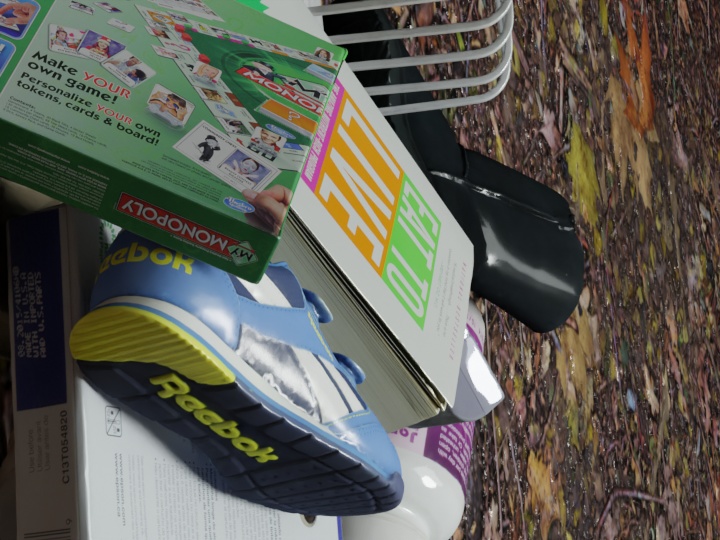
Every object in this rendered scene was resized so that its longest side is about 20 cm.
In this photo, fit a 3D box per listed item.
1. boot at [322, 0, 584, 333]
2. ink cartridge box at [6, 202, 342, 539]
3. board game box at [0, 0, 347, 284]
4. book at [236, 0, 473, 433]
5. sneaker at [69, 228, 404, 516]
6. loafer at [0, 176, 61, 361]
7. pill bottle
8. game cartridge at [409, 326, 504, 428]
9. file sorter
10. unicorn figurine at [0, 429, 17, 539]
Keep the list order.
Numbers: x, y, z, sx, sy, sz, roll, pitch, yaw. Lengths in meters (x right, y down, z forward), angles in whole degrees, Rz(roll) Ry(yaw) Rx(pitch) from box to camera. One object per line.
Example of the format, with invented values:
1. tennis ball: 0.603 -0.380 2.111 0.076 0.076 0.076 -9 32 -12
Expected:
1. boot: 0.053 -0.063 1.263 0.168 0.076 0.201 21 42 -45
2. ink cartridge box: -0.076 0.084 0.884 0.200 0.040 0.201 16 67 -58
3. board game box: -0.112 -0.083 0.811 0.135 0.199 0.029 -72 -173 -51
4. book: -0.018 -0.040 0.955 0.200 0.048 0.134 53 31 -27
5. sneaker: -0.039 0.040 0.849 0.200 0.073 0.083 48 39 -45
6. loafer: -0.165 -0.005 0.877 0.200 0.068 0.076 45 51 -69
7. pill bottle: 0.013 0.106 1.247 0.113 0.111 0.201 60 30 -45
8. game cartridge: 0.000 0.000 1.128 0.201 0.040 0.133 56 -18 -2
9. file sorter: 0.018 -0.172 1.097 0.200 0.123 0.140 75 9 -78
10. unicorn figurine: -0.147 0.125 0.866 0.200 0.073 0.138 -22 94 -62
